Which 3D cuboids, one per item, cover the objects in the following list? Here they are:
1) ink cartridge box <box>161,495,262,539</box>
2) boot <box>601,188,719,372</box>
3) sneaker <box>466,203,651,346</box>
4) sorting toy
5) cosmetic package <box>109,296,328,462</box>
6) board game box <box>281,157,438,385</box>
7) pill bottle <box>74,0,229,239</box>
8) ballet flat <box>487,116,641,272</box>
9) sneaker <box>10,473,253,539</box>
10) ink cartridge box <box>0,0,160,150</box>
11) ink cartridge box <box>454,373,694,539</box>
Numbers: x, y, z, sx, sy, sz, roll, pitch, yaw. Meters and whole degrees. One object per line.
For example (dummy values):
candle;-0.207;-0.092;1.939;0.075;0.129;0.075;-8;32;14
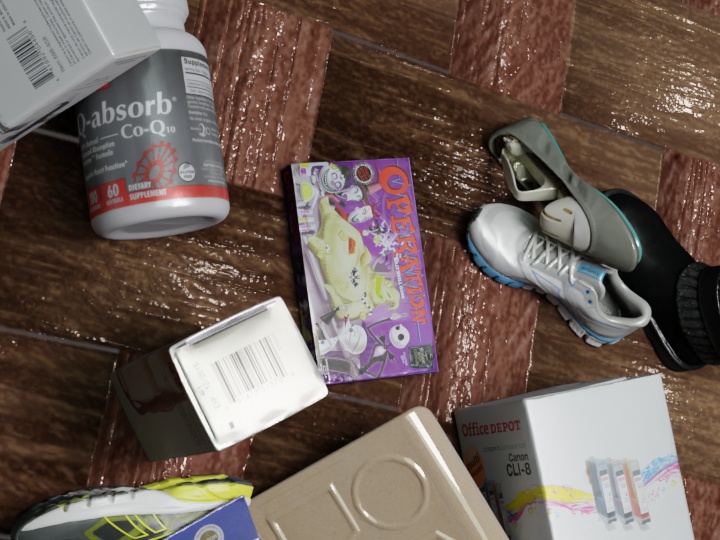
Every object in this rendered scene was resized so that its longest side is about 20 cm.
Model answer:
ink cartridge box;-0.136;0.312;1.119;0.196;0.043;0.200;-28;114;-24
boot;0.316;0.001;1.331;0.079;0.158;0.211;-38;97;-23
sneaker;0.192;-0.004;1.320;0.200;0.087;0.075;32;72;-14
sorting toy;0.015;0.237;1.202;0.200;0.036;0.185;-31;94;6
cosmetic package;-0.117;0.089;1.112;0.103;0.200;0.087;-26;91;-26
board game box;0.000;0.000;1.272;0.120;0.032;0.200;-5;83;-28
pill bottle;-0.179;-0.133;1.170;0.116;0.116;0.200;-7;84;-24
ballet flat;0.181;-0.064;1.300;0.064;0.067;0.200;-18;51;-19
sneaker;-0.178;0.215;1.134;0.200;0.074;0.085;-4;88;-21
ink cartridge box;-0.280;-0.183;1.092;0.144;0.200;0.084;61;22;-3
ink cartridge box;0.190;0.202;1.252;0.144;0.145;0.200;-7;83;-24
